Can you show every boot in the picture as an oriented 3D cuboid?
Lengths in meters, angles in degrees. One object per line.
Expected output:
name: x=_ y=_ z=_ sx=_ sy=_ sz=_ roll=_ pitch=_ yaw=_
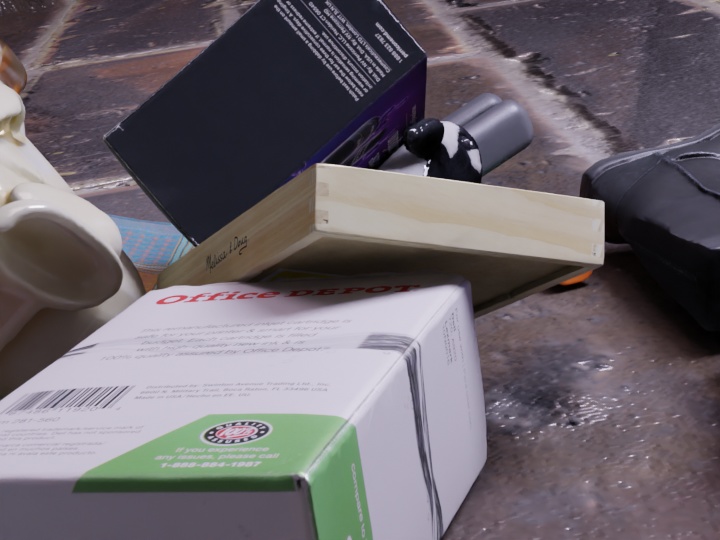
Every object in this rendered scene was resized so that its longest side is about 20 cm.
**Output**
boot: x=0.212 y=-0.031 z=0.872 sx=0.164 sy=0.066 sz=0.200 roll=-19 pitch=14 yaw=-5

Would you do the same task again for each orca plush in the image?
orca plush: x=0.025 y=-0.019 z=0.916 sx=0.071 sy=0.105 sz=0.200 roll=41 pitch=24 yaw=7

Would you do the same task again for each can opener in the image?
can opener: x=0.006 y=-0.055 z=1.015 sx=0.199 sy=0.067 sz=0.053 roll=-34 pitch=25 yaw=-13

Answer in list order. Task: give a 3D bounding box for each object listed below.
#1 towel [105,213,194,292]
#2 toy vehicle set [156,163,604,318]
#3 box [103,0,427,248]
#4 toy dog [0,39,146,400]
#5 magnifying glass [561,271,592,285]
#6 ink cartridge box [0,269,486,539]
towel: x=-0.162 y=-0.003 z=0.982 sx=0.145 sy=0.022 sz=0.200 roll=11 pitch=16 yaw=0
toy vehicle set: x=0.000 y=0.000 z=0.745 sx=0.123 sy=0.027 sz=0.200 roll=7 pitch=-15 yaw=-23
box: x=-0.040 y=-0.069 z=0.883 sx=0.141 sy=0.079 sz=0.200 roll=-39 pitch=-5 yaw=-2
toy dog: x=-0.183 y=-0.033 z=0.823 sx=0.193 sy=0.140 sz=0.200 roll=13 pitch=34 yaw=-50
magnifying glass: x=0.076 y=-0.021 z=0.998 sx=0.079 sy=0.023 sz=0.200 roll=-14 pitch=17 yaw=-18
ink cartridge box: x=-0.047 y=0.070 z=0.617 sx=0.145 sy=0.085 sz=0.200 roll=-3 pitch=15 yaw=20
